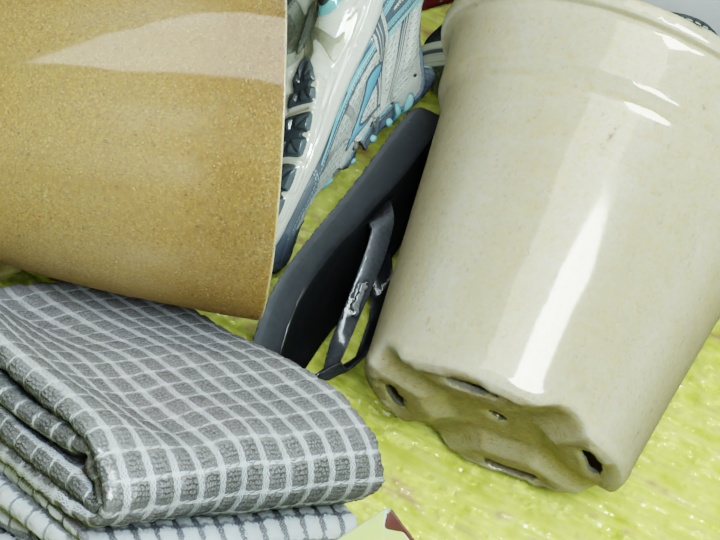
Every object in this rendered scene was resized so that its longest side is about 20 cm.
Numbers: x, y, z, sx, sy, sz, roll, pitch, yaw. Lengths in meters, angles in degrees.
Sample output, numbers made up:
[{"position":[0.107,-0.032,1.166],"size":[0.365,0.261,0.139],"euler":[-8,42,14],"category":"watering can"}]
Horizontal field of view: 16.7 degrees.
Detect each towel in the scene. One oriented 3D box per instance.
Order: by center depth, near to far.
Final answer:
[{"position":[-0.110,0.063,1.084],"size":[0.165,0.086,0.200],"euler":[-3,28,-45],"category":"towel"}]

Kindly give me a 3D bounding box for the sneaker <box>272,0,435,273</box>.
[{"position":[-0.006,-0.087,1.230],"size":[0.086,0.078,0.201],"euler":[21,90,-33],"category":"sneaker"}]

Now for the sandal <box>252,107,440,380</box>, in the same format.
[{"position":[0.000,-0.001,1.195],"size":[0.043,0.076,0.201],"euler":[26,61,14],"category":"sandal"}]

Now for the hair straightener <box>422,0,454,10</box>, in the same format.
[{"position":[-0.011,-0.165,1.316],"size":[0.199,0.041,0.077],"euler":[-19,80,-6],"category":"hair straightener"}]

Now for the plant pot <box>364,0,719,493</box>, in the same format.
[{"position":[0.095,-0.005,1.148],"size":[0.200,0.201,0.184],"euler":[22,71,12],"category":"plant pot"}]

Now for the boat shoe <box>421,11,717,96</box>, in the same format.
[{"position":[0.107,-0.116,1.220],"size":[0.200,0.075,0.062],"euler":[4,61,53],"category":"boat shoe"}]

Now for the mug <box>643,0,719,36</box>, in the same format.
[{"position":[0.220,-0.143,1.257],"size":[0.153,0.186,0.150],"euler":[5,76,42],"category":"mug"}]

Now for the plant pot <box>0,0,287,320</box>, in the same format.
[{"position":[-0.139,-0.075,1.099],"size":[0.199,0.187,0.187],"euler":[2,58,-8],"category":"plant pot"}]

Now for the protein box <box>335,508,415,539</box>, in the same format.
[{"position":[-0.031,0.236,0.975],"size":[0.198,0.200,0.135],"euler":[-31,64,-19],"category":"protein box"}]

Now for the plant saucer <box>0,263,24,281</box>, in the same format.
[{"position":[-0.148,-0.123,1.239],"size":[0.199,0.048,0.201],"euler":[-26,103,-17],"category":"plant saucer"}]
